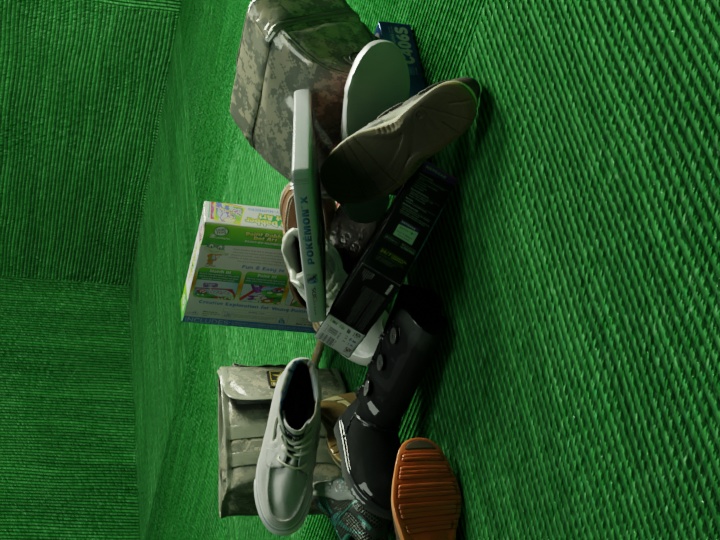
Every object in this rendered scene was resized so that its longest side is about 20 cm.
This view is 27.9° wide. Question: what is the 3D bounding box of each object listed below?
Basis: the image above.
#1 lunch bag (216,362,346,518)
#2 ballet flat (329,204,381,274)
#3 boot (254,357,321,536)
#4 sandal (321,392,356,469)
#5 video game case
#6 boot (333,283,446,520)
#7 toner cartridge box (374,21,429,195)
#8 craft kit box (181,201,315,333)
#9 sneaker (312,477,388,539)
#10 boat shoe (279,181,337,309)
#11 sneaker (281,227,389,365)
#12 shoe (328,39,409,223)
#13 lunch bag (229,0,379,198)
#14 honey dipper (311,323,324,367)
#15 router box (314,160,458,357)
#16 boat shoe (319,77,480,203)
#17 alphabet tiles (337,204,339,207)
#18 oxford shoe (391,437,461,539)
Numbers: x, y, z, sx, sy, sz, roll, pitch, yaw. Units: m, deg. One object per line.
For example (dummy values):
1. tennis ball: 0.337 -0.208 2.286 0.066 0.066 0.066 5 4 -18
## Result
1. lunch bag: -0.102 0.207 1.868 0.118 0.163 0.201 108 160 -57
2. ballet flat: 0.000 0.000 1.776 0.046 0.067 0.201 30 -125 -58
3. boot: -0.084 0.201 1.682 0.096 0.073 0.201 103 171 -71
4. sandal: -0.007 0.198 1.704 0.200 0.080 0.054 -132 33 -71
5. video game case: -0.056 -0.073 1.577 0.200 0.022 0.183 -94 -1 -59
6. boot: 0.043 0.138 1.534 0.201 0.065 0.165 -62 34 25
7. toner cartridge box: 0.042 -0.189 1.681 0.095 0.043 0.201 108 159 -44
8. craft kit box: -0.127 0.000 1.927 0.198 0.199 0.049 112 158 -47
9. sneaker: -0.012 0.289 1.696 0.200 0.077 0.092 147 122 -73
10. boat shoe: -0.062 -0.030 1.819 0.201 0.075 0.072 84 -179 -48
11. sneaker: -0.037 0.031 1.697 0.200 0.078 0.099 50 -175 25
12. shoe: 0.002 -0.158 1.603 0.091 0.071 0.201 -136 51 -67
13. lunch bag: -0.054 -0.206 1.701 0.168 0.139 0.201 55 143 35
14. honey dipper: -0.055 0.107 1.956 0.201 0.038 0.038 106 161 -49
15. router box: 0.026 -0.010 1.561 0.150 0.051 0.200 -60 2 -29
16. boat shoe: 0.046 -0.135 1.496 0.200 0.072 0.066 -32 5 32
17. alphabet tiles: -0.017 -0.020 1.918 0.167 0.007 0.201 123 148 -61
18. oxford shoe: 0.062 0.266 1.436 0.073 0.071 0.201 111 158 -59
